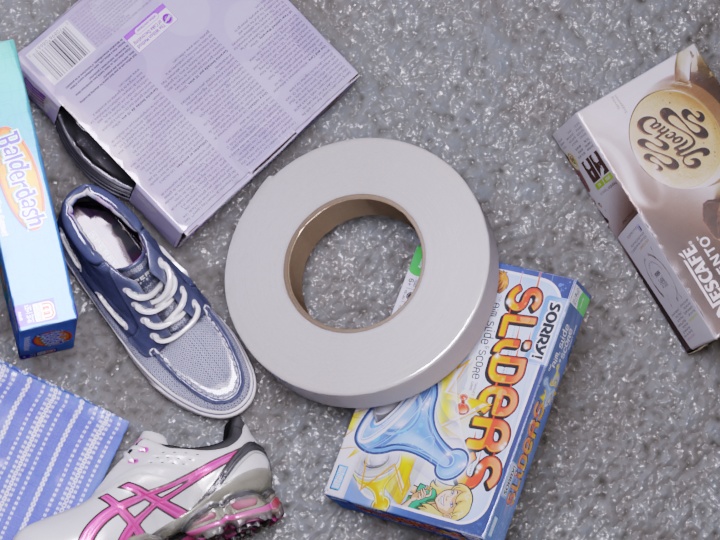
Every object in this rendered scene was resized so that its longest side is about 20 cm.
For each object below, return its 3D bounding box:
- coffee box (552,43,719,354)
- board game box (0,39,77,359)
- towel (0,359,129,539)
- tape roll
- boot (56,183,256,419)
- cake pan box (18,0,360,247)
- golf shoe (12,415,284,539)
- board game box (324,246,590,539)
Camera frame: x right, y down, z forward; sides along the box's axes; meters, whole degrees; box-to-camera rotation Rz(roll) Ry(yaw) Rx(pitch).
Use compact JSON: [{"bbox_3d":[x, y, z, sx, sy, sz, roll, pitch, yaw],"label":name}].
[{"bbox_3d":[0.250,-0.053,1.661,0.113,0.080,0.200,-30,86,-13],"label":"coffee box"},{"bbox_3d":[-0.243,-0.047,1.555,0.045,0.152,0.200,-13,83,-10],"label":"board game box"},{"bbox_3d":[-0.276,0.130,1.554,0.200,0.024,0.145,28,81,-22],"label":"towel"},{"bbox_3d":[0.000,0.000,1.598,0.203,0.037,0.203,-5,69,15],"label":"tape roll"},{"bbox_3d":[-0.150,0.026,1.587,0.073,0.090,0.200,-44,89,-12],"label":"boot"},{"bbox_3d":[-0.132,-0.143,1.628,0.184,0.052,0.200,44,71,2],"label":"cake pan box"},{"bbox_3d":[-0.160,0.166,1.574,0.200,0.073,0.092,-14,76,-22],"label":"golf shoe"},{"bbox_3d":[0.071,0.090,1.593,0.135,0.034,0.200,12,73,30],"label":"board game box"}]
